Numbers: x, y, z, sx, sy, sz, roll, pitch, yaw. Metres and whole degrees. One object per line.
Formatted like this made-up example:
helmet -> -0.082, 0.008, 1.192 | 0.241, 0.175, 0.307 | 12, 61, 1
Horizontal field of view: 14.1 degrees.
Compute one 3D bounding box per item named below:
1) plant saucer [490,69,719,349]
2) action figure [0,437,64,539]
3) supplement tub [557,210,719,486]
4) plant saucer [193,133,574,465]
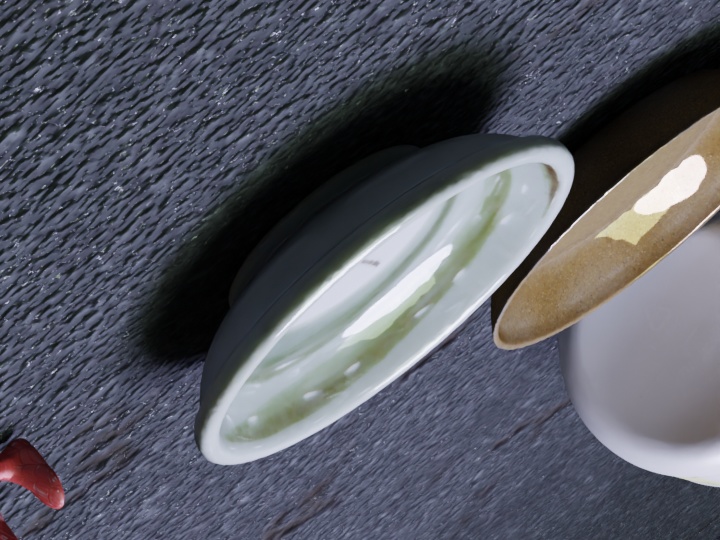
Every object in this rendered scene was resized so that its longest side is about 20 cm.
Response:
plant saucer -> 0.134, -0.039, 1.459 | 0.200, 0.035, 0.200 | -36, 164, -12
action figure -> -0.197, 0.119, 1.116 | 0.199, 0.052, 0.065 | -18, 158, -48
supplement tub -> 0.199, 0.047, 1.641 | 0.145, 0.145, 0.200 | -42, 165, 8
plant saucer -> 0.000, 0.000, 1.230 | 0.200, 0.050, 0.200 | -36, 164, -12
